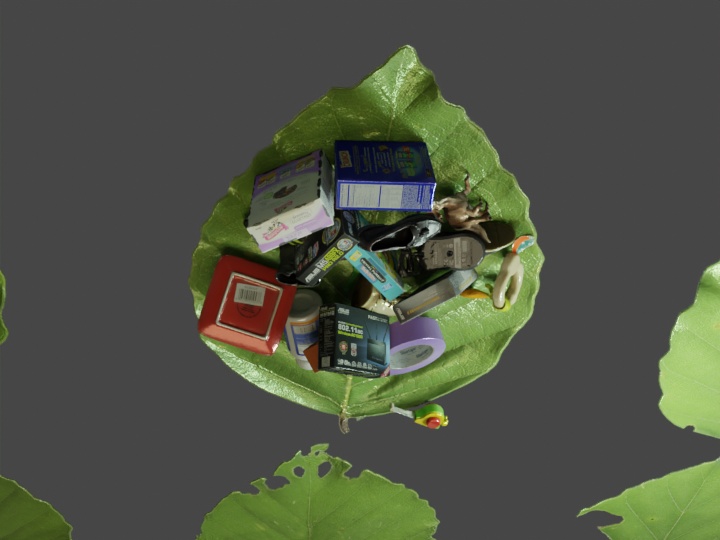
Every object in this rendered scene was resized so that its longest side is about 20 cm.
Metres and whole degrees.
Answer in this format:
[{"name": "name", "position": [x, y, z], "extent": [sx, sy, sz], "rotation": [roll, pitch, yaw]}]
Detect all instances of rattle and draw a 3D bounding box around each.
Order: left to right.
[{"name": "rattle", "position": [0.336, -0.012, 1.736], "extent": [0.129, 0.142, 0.202], "rotation": [-17, 121, -32]}]

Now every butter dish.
[{"name": "butter dish", "position": [-0.275, 0.080, 1.704], "extent": [0.198, 0.148, 0.201], "rotation": [19, 88, -13]}]

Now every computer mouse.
[{"name": "computer mouse", "position": [0.183, -0.052, 1.602], "extent": [0.198, 0.053, 0.140], "rotation": [2, 107, 6]}]

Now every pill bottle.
[{"name": "pill bottle", "position": [-0.138, 0.155, 1.791], "extent": [0.111, 0.113, 0.201], "rotation": [-6, 132, 1]}]

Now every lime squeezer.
[{"name": "lime squeezer", "position": [0.000, 0.000, 1.691], "extent": [0.037, 0.071, 0.200], "rotation": [6, 166, -13]}]

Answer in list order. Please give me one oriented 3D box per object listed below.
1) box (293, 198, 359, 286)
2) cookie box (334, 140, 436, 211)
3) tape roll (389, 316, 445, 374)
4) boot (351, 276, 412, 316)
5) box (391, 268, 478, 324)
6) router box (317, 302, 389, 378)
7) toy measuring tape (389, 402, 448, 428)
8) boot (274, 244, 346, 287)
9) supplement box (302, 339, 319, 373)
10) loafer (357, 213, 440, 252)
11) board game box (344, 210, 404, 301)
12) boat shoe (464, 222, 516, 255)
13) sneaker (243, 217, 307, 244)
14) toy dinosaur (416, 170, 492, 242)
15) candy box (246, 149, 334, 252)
[{"name": "box", "position": [-0.080, -0.088, 1.525], "extent": [0.044, 0.201, 0.160], "rotation": [28, 124, -32]}, {"name": "cookie box", "position": [0.045, -0.199, 1.462], "extent": [0.198, 0.172, 0.076], "rotation": [1, 128, -4]}, {"name": "tape roll", "position": [0.118, 0.198, 1.832], "extent": [0.198, 0.066, 0.201], "rotation": [-13, 149, -8]}, {"name": "boot", "position": [0.066, 0.070, 1.722], "extent": [0.154, 0.074, 0.200], "rotation": [5, 159, -10]}, {"name": "box", "position": [0.180, 0.050, 1.667], "extent": [0.158, 0.200, 0.049], "rotation": [-29, 90, 26]}, {"name": "router box", "position": [-0.013, 0.171, 1.681], "extent": [0.062, 0.152, 0.199], "rotation": [-15, 158, 40]}, {"name": "toy measuring tape", "position": [0.181, 0.412, 2.064], "extent": [0.199, 0.074, 0.074], "rotation": [25, 125, -23]}, {"name": "boot", "position": [-0.096, -0.013, 1.635], "extent": [0.198, 0.132, 0.070], "rotation": [-5, 130, 0]}, {"name": "supplement box", "position": [-0.052, 0.176, 1.746], "extent": [0.069, 0.200, 0.067], "rotation": [-30, 91, 40]}, {"name": "loafer", "position": [0.088, -0.071, 1.497], "extent": [0.198, 0.063, 0.073], "rotation": [-12, 121, -21]}, {"name": "board game box", "position": [0.017, -0.046, 1.601], "extent": [0.047, 0.152, 0.200], "rotation": [-33, 126, 18]}, {"name": "boat shoe", "position": [0.267, -0.058, 1.671], "extent": [0.199, 0.072, 0.066], "rotation": [-17, 158, -2]}, {"name": "sneaker", "position": [-0.179, -0.101, 1.567], "extent": [0.199, 0.077, 0.076], "rotation": [7, 142, 39]}, {"name": "toy dinosaur", "position": [0.216, -0.129, 1.593], "extent": [0.135, 0.086, 0.200], "rotation": [-28, 131, 18]}, {"name": "candy box", "position": [-0.141, -0.147, 1.470], "extent": [0.166, 0.201, 0.072], "rotation": [-20, 126, 14]}]
